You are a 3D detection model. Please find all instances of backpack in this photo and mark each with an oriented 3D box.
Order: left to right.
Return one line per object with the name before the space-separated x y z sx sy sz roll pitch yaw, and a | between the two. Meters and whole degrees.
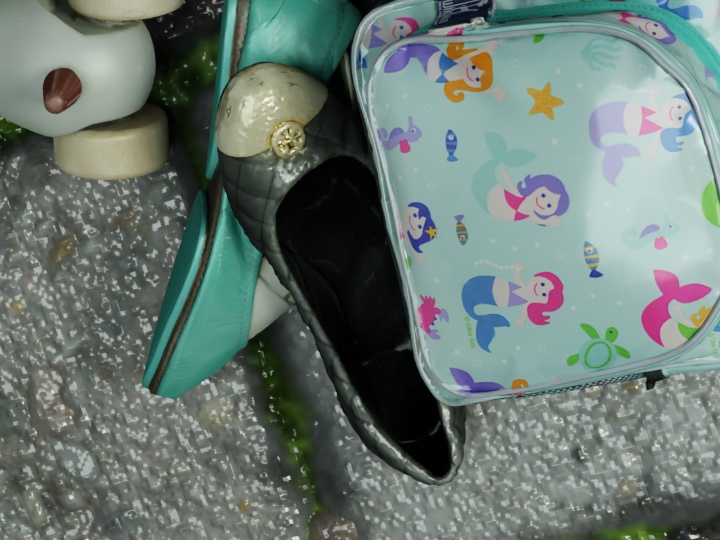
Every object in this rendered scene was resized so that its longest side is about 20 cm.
backpack | 0.104 -0.042 1.133 0.199 0.151 0.178 -8 102 16

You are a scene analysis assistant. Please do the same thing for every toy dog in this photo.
toy dog | -0.167 -0.085 1.234 0.199 0.096 0.132 -14 101 22

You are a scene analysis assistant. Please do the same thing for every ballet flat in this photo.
ballet flat | -0.039 -0.028 1.228 0.070 0.067 0.201 12 113 -5
ballet flat | 0.000 0.000 1.194 0.066 0.057 0.200 -31 120 -6
